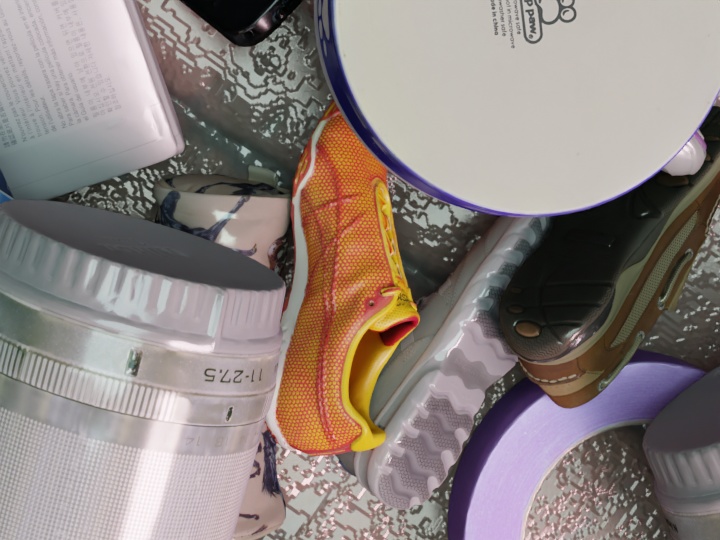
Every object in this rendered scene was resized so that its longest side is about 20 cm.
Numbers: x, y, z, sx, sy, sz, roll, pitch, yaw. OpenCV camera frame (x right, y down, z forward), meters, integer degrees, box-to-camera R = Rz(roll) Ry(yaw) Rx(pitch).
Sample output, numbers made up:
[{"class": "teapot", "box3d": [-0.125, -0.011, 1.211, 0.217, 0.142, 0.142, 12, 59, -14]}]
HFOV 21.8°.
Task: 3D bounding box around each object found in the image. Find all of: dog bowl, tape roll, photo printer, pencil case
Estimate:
[{"class": "dog bowl", "box3d": [0.078, -0.126, 0.903, 0.198, 0.079, 0.203, -1, 95, -6]}, {"class": "tape roll", "box3d": [0.151, 0.147, 1.048, 0.198, 0.066, 0.203, 0, 94, -5]}, {"class": "photo printer", "box3d": [-0.209, -0.106, 0.971, 0.198, 0.070, 0.168, -19, 117, -2]}, {"class": "pencil case", "box3d": [-0.076, 0.044, 1.013, 0.077, 0.089, 0.202, 4, 94, 23]}]

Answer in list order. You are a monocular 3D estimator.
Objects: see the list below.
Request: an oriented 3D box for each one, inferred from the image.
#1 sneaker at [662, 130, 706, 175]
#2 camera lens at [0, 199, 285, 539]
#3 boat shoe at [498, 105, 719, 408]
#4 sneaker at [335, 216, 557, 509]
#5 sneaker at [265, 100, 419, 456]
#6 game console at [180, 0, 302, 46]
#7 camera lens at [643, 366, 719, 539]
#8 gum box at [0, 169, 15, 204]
[{"class": "sneaker", "box3d": [0.092, -0.090, 1.011, 0.199, 0.075, 0.100, 30, 98, 18]}, {"class": "camera lens", "box3d": [-0.130, 0.083, 0.903, 0.158, 0.160, 0.202, 15, 98, -6]}, {"class": "boat shoe", "box3d": [0.145, -0.009, 1.017, 0.200, 0.075, 0.074, -48, 134, -26]}, {"class": "sneaker", "box3d": [0.044, 0.030, 1.025, 0.200, 0.082, 0.075, -51, 136, -17]}, {"class": "sneaker", "box3d": [0.000, 0.000, 0.991, 0.076, 0.073, 0.202, 1, 78, 21]}, {"class": "game console", "box3d": [-0.055, -0.244, 0.978, 0.200, 0.176, 0.116, -47, 125, 0]}, {"class": "camera lens", "box3d": [0.251, 0.141, 0.937, 0.159, 0.160, 0.201, -29, 97, -3]}, {"class": "gum box", "box3d": [-0.235, 0.058, 0.928, 0.200, 0.044, 0.171, -47, 139, -27]}]
